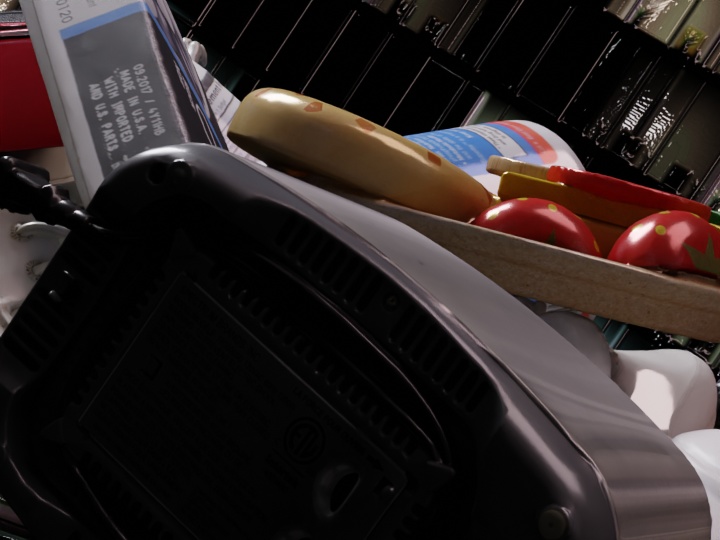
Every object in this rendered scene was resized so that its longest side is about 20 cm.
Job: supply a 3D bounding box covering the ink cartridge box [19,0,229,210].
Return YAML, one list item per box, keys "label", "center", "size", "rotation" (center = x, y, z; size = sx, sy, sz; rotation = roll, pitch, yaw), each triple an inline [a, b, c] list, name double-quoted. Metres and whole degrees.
- label: "ink cartridge box"
  center: [-0.066, -0.035, 0.814]
  size: [0.200, 0.043, 0.199]
  rotation: [69, -1, -51]

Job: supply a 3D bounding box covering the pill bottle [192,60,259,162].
- label: "pill bottle"
  center: [-0.085, -0.032, 1.142]
  size: [0.200, 0.111, 0.111]
  rotation: [41, 1, -9]

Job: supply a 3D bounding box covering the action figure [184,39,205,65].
- label: "action figure"
  center: [-0.126, -0.061, 1.279]
  size: [0.200, 0.119, 0.102]
  rotation: [39, 35, -45]

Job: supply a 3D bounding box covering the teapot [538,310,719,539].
- label: "teapot"
  center: [0.123, 0.119, 0.736]
  size: [0.200, 0.146, 0.197]
  rotation: [35, 2, -8]

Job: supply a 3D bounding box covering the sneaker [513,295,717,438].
- label: "sneaker"
  center: [0.064, 0.045, 0.910]
  size: [0.199, 0.088, 0.074]
  rotation: [-6, 13, -38]

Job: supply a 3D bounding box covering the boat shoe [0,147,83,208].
- label: "boat shoe"
  center: [-0.154, -0.029, 1.031]
  size: [0.200, 0.072, 0.060]
  rotation: [15, -55, 55]

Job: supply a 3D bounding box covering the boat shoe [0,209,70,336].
- label: "boat shoe"
  center: [-0.110, 0.006, 0.724]
  size: [0.200, 0.070, 0.071]
  rotation: [35, 2, 39]

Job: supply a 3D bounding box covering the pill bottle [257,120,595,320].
- label: "pill bottle"
  center: [0.000, 0.000, 1.044]
  size: [0.199, 0.113, 0.112]
  rotation: [-10, 28, -31]

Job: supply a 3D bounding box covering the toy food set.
- label: "toy food set"
  center: [0.055, -0.018, 0.871]
  size: [0.199, 0.049, 0.198]
  rotation: [15, 2, 15]

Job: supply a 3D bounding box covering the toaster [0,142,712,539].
- label: "toaster"
  center: [-0.004, 0.048, 0.604]
  size: [0.200, 0.114, 0.129]
  rotation: [39, 11, 25]

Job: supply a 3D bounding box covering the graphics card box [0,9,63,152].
- label: "graphics card box"
  center: [-0.182, -0.076, 0.961]
  size: [0.125, 0.051, 0.200]
  rotation: [-6, 10, -9]

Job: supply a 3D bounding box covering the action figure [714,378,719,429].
- label: "action figure"
  center: [0.071, 0.099, 1.052]
  size: [0.199, 0.102, 0.119]
  rotation: [-5, 21, 20]
